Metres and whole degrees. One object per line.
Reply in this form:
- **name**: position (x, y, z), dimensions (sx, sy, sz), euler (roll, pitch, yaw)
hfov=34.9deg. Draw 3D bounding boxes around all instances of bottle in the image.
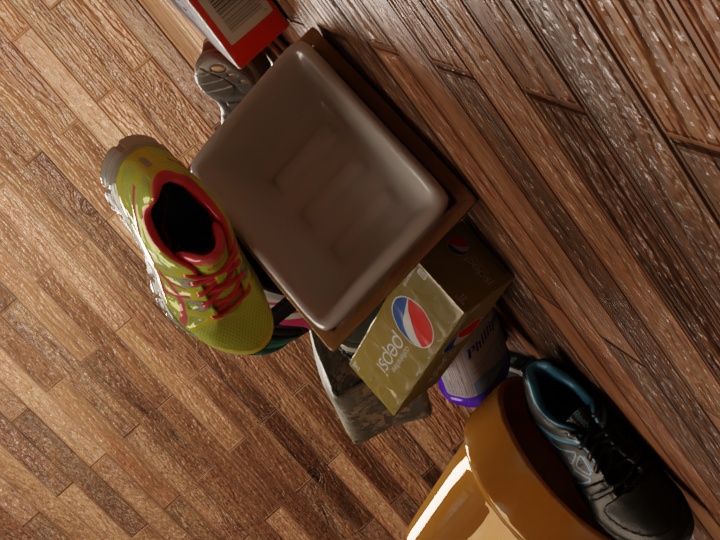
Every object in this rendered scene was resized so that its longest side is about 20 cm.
- **bottle**: position (0.090, 0.041, 1.101), dimensions (0.065, 0.084, 0.201), euler (10, 138, 34)

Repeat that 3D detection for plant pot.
- **plant pot**: position (0.146, 0.237, 1.107), dimensions (0.199, 0.183, 0.201), euler (35, -156, -19)

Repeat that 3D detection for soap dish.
- **soap dish**: position (-0.022, -0.063, 0.886), dimensions (0.200, 0.157, 0.081), euler (49, -166, 21)

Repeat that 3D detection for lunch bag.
- **lunch bag**: position (-0.002, 0.066, 1.284), dimensions (0.164, 0.116, 0.201), euler (74, 175, -62)

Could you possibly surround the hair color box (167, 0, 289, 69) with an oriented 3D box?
- **hair color box**: position (-0.151, -0.269, 1.028), dimensions (0.111, 0.064, 0.200), euler (51, 179, -39)

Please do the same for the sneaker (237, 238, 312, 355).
- **sneaker**: position (-0.101, 0.015, 1.019), dimensions (0.199, 0.120, 0.084), euler (23, -134, -42)

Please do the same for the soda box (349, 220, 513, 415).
- **soda box**: position (0.057, 0.047, 1.006), dimensions (0.068, 0.064, 0.200), euler (48, 148, 14)

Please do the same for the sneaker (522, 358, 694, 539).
- **sneaker**: position (0.203, 0.159, 0.985), dimensions (0.200, 0.073, 0.082), euler (48, 177, 32)

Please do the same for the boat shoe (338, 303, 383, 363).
- **boat shoe**: position (0.000, 0.000, 1.190), dimensions (0.075, 0.202, 0.060), euler (7, 154, 6)

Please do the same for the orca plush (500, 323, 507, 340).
- **orca plush**: position (0.113, 0.042, 1.283), dimensions (0.104, 0.072, 0.200), euler (5, -177, -1)

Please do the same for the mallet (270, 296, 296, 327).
- **mallet**: position (-0.010, -0.004, 0.956), dimensions (0.041, 0.200, 0.066), euler (54, -168, 32)

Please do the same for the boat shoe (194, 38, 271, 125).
- **boat shoe**: position (-0.111, -0.187, 1.168), dimensions (0.200, 0.075, 0.073), euler (70, -157, -68)

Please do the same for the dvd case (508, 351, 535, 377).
- **dvd case**: position (0.216, 0.157, 1.298), dimensions (0.151, 0.025, 0.200), euler (50, 177, 0)

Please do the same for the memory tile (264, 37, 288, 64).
- **memory tile**: position (-0.077, -0.208, 1.171), dimensions (0.200, 0.017, 0.153), euler (48, 177, 24)

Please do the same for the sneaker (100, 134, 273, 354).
- **sneaker**: position (-0.121, -0.006, 0.863), dimensions (0.090, 0.078, 0.201), euler (24, 152, 56)
